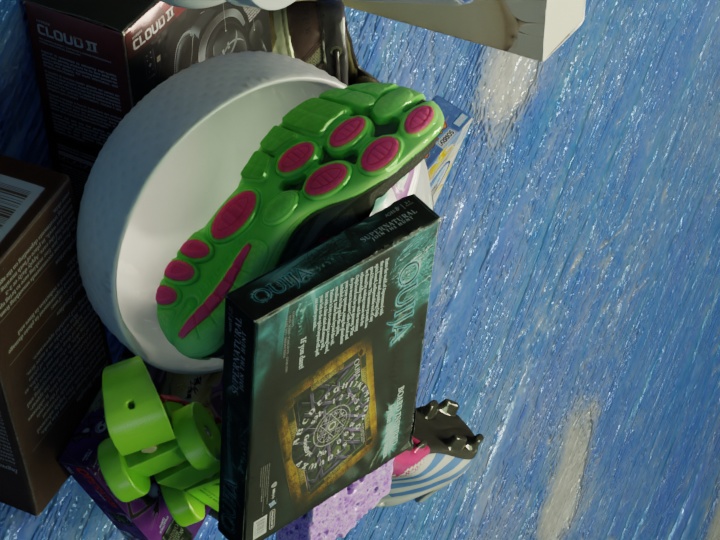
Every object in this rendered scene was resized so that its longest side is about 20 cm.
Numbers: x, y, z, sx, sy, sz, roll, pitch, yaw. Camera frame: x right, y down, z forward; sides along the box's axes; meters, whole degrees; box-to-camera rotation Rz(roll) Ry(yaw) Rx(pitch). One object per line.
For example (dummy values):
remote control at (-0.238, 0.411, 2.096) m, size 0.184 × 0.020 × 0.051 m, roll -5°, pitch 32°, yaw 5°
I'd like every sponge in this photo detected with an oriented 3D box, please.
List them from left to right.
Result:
sponge at (-0.006, 0.082, 1.528) m, size 0.112 × 0.030 × 0.200 m, roll -39°, pitch 146°, yaw -49°

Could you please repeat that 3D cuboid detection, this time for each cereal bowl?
cereal bowl at (-0.088, -0.043, 1.432) m, size 0.200 × 0.083 × 0.200 m, roll -30°, pitch 139°, yaw -30°

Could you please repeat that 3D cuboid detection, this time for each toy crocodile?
toy crocodile at (-0.102, 0.106, 1.456) m, size 0.200 × 0.067 × 0.062 m, roll 38°, pitch 31°, yaw -61°

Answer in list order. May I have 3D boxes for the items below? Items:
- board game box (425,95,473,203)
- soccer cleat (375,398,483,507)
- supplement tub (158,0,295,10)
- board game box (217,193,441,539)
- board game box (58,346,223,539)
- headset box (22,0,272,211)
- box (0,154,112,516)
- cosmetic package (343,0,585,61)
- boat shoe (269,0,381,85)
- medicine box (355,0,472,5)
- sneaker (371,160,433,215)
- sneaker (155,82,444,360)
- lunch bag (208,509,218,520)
board game box at (0.012, -0.022, 1.853) m, size 0.135 × 0.034 × 0.200 m, roll -49°, pitch 167°, yaw -42°
soccer cleat at (0.009, 0.133, 1.698) m, size 0.086 × 0.070 × 0.200 m, roll -50°, pitch 149°, yaw 20°
supplement tub at (-0.118, -0.219, 1.277) m, size 0.145 × 0.200 × 0.145 m, roll -47°, pitch 146°, yaw -45°
board game box at (-0.020, 0.061, 1.398) m, size 0.135 × 0.028 × 0.200 m, roll -29°, pitch 145°, yaw -30°
board game box at (-0.104, 0.073, 1.533) m, size 0.200 × 0.032 × 0.120 m, roll -62°, pitch 144°, yaw -26°
headset box at (-0.123, -0.129, 1.489) m, size 0.149 × 0.077 × 0.200 m, roll -50°, pitch 148°, yaw -38°
box at (-0.206, 0.037, 1.434) m, size 0.100 × 0.075 × 0.200 m, roll -54°, pitch 150°, yaw -37°
cosmetic package at (0.052, -0.223, 1.661) m, size 0.073 × 0.200 × 0.104 m, roll -45°, pitch 145°, yaw -48°
boat shoe at (-0.012, -0.105, 1.640) m, size 0.200 × 0.065 × 0.072 m, roll 66°, pitch 20°, yaw -45°
medicine box at (0.013, -0.277, 1.527) m, size 0.103 × 0.182 × 0.200 m, roll 32°, pitch 75°, yaw -40°
sneaker at (0.000, 0.000, 1.585) m, size 0.200 × 0.078 × 0.140 m, roll -60°, pitch 147°, yaw -25°
sneaker at (-0.032, -0.028, 1.386) m, size 0.200 × 0.077 × 0.084 m, roll -44°, pitch 150°, yaw 3°
lunch bag at (-0.068, 0.052, 1.699) m, size 0.164 × 0.117 × 0.201 m, roll -22°, pitch 123°, yaw -54°
